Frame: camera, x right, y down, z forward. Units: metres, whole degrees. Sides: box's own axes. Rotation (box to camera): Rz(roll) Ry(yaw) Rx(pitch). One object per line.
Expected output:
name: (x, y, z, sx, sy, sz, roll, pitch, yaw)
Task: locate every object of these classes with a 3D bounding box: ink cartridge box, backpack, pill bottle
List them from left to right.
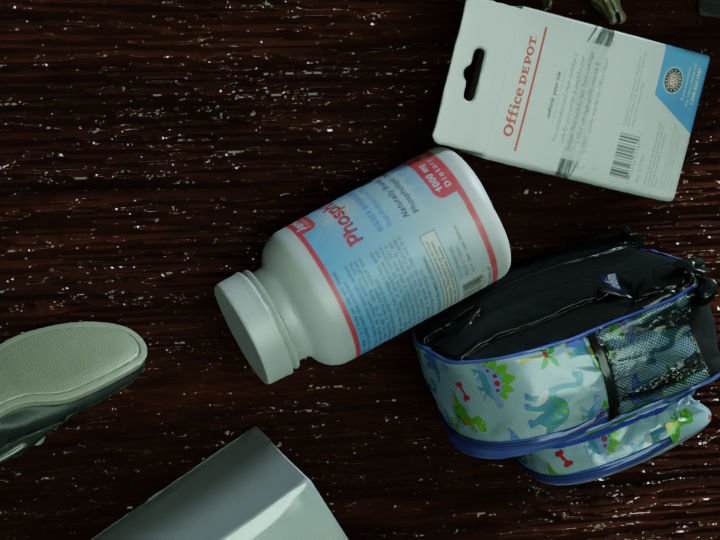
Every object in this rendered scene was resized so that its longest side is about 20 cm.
pill bottle: (0.000, 0.000, 1.602, 0.200, 0.109, 0.109, -28, 107, -11)
ink cartridge box: (0.147, -0.130, 1.645, 0.200, 0.068, 0.116, 13, 94, -19)
backpack: (0.152, 0.073, 1.624, 0.200, 0.183, 0.147, -18, 104, -11)

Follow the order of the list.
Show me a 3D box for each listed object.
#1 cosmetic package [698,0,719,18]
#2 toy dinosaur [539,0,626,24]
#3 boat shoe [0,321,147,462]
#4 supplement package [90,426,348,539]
cosmetic package: (0.326, -0.285, 1.654, 0.090, 0.107, 0.200, 3, 97, -19)
toy dinosaur: (0.134, -0.267, 1.632, 0.101, 0.058, 0.200, -30, 110, -30)
boat shoe: (-0.246, 0.096, 1.576, 0.200, 0.072, 0.068, -24, 143, -19)
supplement package: (-0.084, 0.260, 1.603, 0.191, 0.147, 0.200, -35, 109, -9)
